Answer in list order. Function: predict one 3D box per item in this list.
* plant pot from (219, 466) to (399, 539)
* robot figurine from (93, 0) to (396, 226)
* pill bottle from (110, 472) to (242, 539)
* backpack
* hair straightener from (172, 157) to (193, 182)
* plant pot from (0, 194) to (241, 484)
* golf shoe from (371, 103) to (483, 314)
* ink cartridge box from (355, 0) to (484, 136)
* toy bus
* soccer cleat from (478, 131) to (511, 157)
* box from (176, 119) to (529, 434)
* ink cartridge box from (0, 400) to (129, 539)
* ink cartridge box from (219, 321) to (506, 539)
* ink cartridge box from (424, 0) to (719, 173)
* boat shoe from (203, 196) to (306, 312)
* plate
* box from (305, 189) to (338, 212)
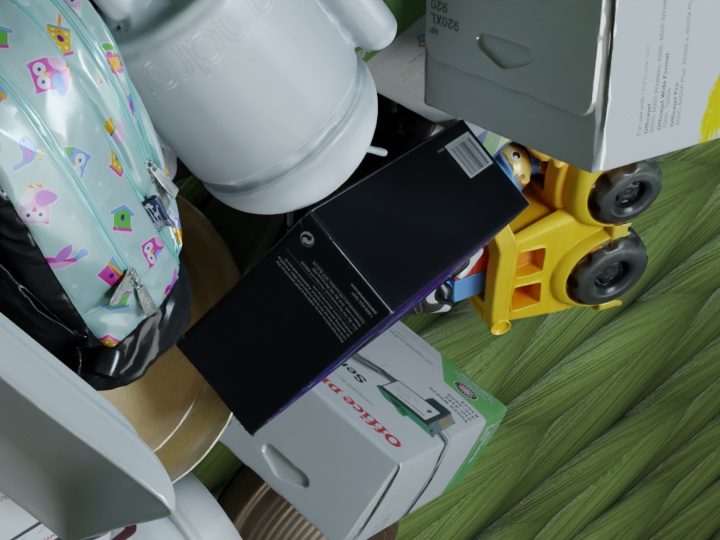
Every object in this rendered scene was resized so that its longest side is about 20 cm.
[{"bbox_3d":[-0.031,0.222,1.294,0.201,0.093,0.201,-33,147,-24],"label":"plant pot"},{"bbox_3d":[-0.066,-0.109,0.782,0.169,0.113,0.200,-30,125,16],"label":"robot figurine"},{"bbox_3d":[-0.189,0.244,1.097,0.200,0.114,0.114,-35,149,-18],"label":"pill bottle"},{"bbox_3d":[-0.173,-0.051,0.724,0.127,0.167,0.200,-50,139,-32],"label":"backpack"},{"bbox_3d":[-0.081,-0.068,0.888,0.200,0.077,0.041,-13,136,-44],"label":"hair straightener"},{"bbox_3d":[-0.157,0.041,0.881,0.200,0.027,0.201,-1,91,-36],"label":"plant pot"},{"bbox_3d":[0.049,-0.046,1.046,0.200,0.094,0.078,106,-4,-45],"label":"golf shoe"},{"bbox_3d":[0.037,-0.160,0.892,0.104,0.059,0.200,-35,143,30],"label":"ink cartridge box"},{"bbox_3d":[0.117,-0.050,1.133,0.192,0.136,0.200,-17,140,-16],"label":"toy bus"},{"bbox_3d":[0.134,-0.152,1.047,0.200,0.065,0.084,-43,115,6],"label":"soccer cleat"},{"bbox_3d":[0.000,0.000,0.901,0.141,0.079,0.200,-39,178,36],"label":"box"},{"bbox_3d":[-0.240,0.155,0.952,0.144,0.084,0.200,-22,143,-35],"label":"ink cartridge box"},{"bbox_3d":[0.002,0.112,1.106,0.084,0.146,0.200,-59,161,21],"label":"ink cartridge box"},{"bbox_3d":[0.156,-0.159,0.816,0.200,0.147,0.145,-17,119,-33],"label":"ink cartridge box"},{"bbox_3d":[-0.106,0.030,0.981,0.201,0.072,0.061,-53,151,9],"label":"boat shoe"},{"bbox_3d":[-0.191,0.060,0.735,0.032,0.200,0.200,-54,-168,-26],"label":"plate"},{"bbox_3d":[-0.079,0.022,1.039,0.200,0.041,0.039,-52,151,9],"label":"box"}]
